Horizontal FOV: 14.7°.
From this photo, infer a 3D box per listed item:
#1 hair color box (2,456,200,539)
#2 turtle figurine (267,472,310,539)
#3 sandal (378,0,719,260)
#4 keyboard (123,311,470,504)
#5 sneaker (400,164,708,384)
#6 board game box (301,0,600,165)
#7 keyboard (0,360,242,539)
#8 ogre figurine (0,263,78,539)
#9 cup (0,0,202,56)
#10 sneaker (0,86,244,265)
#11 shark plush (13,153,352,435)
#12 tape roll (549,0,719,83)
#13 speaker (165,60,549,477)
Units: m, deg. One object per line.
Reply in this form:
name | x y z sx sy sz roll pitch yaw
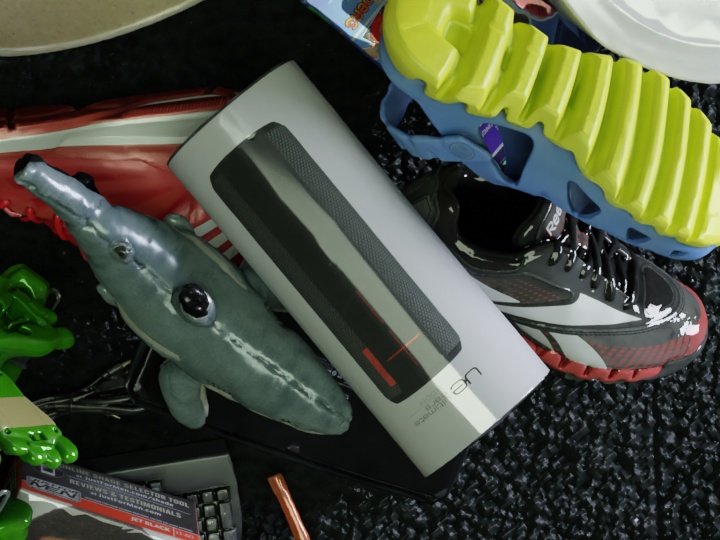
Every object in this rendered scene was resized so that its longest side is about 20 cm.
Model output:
hair color box | -0.163 0.203 1.440 0.101 0.061 0.201 18 105 -12
turtle figurine | -0.073 0.212 1.427 0.064 0.161 0.201 7 101 15
sandal | 0.088 -0.066 1.334 0.200 0.087 0.080 32 56 -7
keyboard | -0.023 0.045 1.435 0.199 0.040 0.104 22 97 -30
sneaker | 0.098 -0.002 1.407 0.200 0.071 0.098 18 140 -19
board game box | 0.083 -0.172 1.402 0.135 0.034 0.200 39 95 -14
keyboard | -0.164 0.118 1.453 0.199 0.021 0.128 -10 103 -5
ogre figurine | -0.194 0.086 1.336 0.098 0.200 0.120 19 120 -31
cup | -0.132 -0.212 1.316 0.200 0.200 0.144 -22 77 -1
sneaker | -0.144 -0.024 1.397 0.199 0.078 0.116 -7 101 -4
shark plush | -0.080 0.003 1.325 0.091 0.083 0.200 -39 118 -8
tape roll | 0.171 -0.194 1.347 0.201 0.071 0.203 -2 102 -8
speaker | 0.000 0.000 1.338 0.081 0.081 0.200 -39 89 3
